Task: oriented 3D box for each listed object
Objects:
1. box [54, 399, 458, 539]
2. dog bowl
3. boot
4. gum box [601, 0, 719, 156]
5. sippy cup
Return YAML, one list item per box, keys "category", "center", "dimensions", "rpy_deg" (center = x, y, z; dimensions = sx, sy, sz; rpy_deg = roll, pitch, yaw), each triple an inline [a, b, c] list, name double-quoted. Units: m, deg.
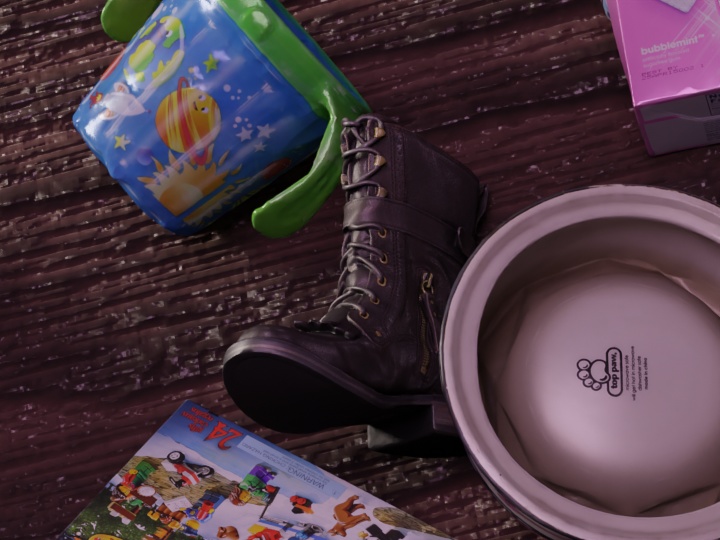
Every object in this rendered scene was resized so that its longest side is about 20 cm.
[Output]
- category: "box"
  center: [-0.046, 0.160, 1.346]
  dimensions: [0.200, 0.038, 0.137]
  rpy_deg: [25, 48, 20]
- category: "dog bowl"
  center: [0.136, 0.060, 1.337]
  dimensions: [0.200, 0.074, 0.200]
  rpy_deg: [1, 66, -3]
- category: "boot"
  center: [0.000, 0.000, 1.373]
  dimensions: [0.069, 0.200, 0.174]
  rpy_deg: [-15, 67, 35]
- category: "gum box"
  center: [0.231, -0.142, 1.433]
  dimensions: [0.200, 0.066, 0.114]
  rpy_deg: [-12, 64, 10]
- category: "sippy cup"
  center: [-0.084, -0.093, 1.467]
  dimensions: [0.130, 0.140, 0.178]
  rpy_deg: [-43, 18, 5]
